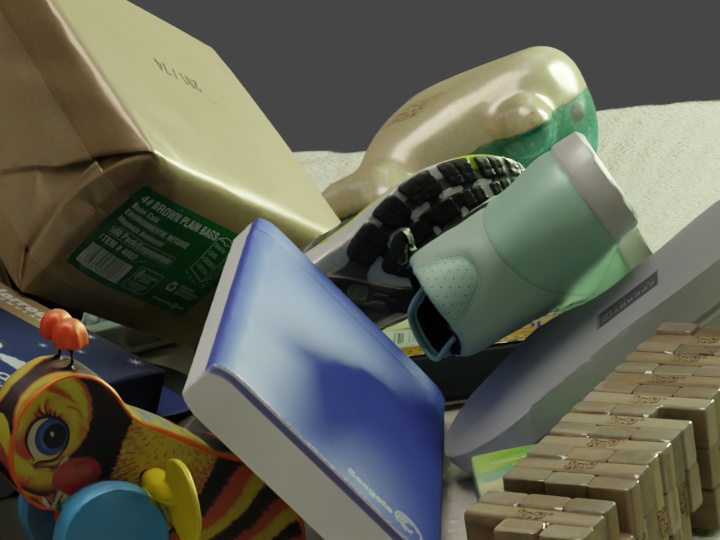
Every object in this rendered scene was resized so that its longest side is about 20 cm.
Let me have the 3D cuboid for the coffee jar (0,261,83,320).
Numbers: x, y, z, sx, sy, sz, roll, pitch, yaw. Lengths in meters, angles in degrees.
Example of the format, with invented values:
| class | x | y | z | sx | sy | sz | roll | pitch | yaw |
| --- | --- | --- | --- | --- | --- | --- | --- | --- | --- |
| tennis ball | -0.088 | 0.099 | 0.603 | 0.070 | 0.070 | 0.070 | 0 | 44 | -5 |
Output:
| class | x | y | z | sx | sy | sz | roll | pitch | yaw |
| --- | --- | --- | --- | --- | --- | --- | --- | --- | --- |
| coffee jar | -0.256 | 0.018 | 1.242 | 0.200 | 0.105 | 0.085 | -21 | -7 | -12 |

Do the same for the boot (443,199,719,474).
| class | x | y | z | sx | sy | sz | roll | pitch | yaw |
| --- | --- | --- | --- | --- | --- | --- | --- | --- | --- |
| boot | 0.136 | 0.054 | 1.020 | 0.200 | 0.096 | 0.074 | -37 | 20 | 30 |

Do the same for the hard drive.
| class | x | y | z | sx | sy | sz | roll | pitch | yaw |
| --- | --- | --- | --- | --- | --- | --- | --- | --- | --- |
| hard drive | -0.015 | 0.057 | 1.012 | 0.025 | 0.132 | 0.200 | -42 | 12 | 15 |

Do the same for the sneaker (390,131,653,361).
| class | x | y | z | sx | sy | sz | roll | pitch | yaw |
| --- | --- | --- | --- | --- | --- | --- | --- | --- | --- |
| sneaker | 0.076 | -0.004 | 1.089 | 0.118 | 0.074 | 0.200 | -34 | -14 | 5 |

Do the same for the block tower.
| class | x | y | z | sx | sy | sz | roll | pitch | yaw |
| --- | --- | --- | --- | --- | --- | --- | --- | --- | --- |
| block tower | 0.107 | 0.079 | 0.870 | 0.054 | 0.058 | 0.200 | 3 | 21 | 31 |

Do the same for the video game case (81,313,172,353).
| class | x | y | z | sx | sy | sz | roll | pitch | yaw |
| --- | --- | --- | --- | --- | --- | --- | --- | --- | --- |
| video game case | -0.121 | 0.003 | 1.387 | 0.181 | 0.023 | 0.200 | -14 | 18 | -14 |

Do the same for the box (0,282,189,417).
| class | x | y | z | sx | sy | sz | roll | pitch | yaw |
| --- | --- | --- | --- | --- | --- | --- | --- | --- | --- |
| box | -0.178 | 0.046 | 1.035 | 0.121 | 0.032 | 0.200 | 26 | 21 | 30 |

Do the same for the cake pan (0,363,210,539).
| class | x | y | z | sx | sy | sz | roll | pitch | yaw |
| --- | --- | --- | --- | --- | --- | --- | --- | --- | --- |
| cake pan | -0.159 | 0.093 | 1.109 | 0.200 | 0.037 | 0.200 | -9 | 18 | 3 |

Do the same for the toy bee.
| class | x | y | z | sx | sy | sz | roll | pitch | yaw |
| --- | --- | --- | --- | --- | --- | --- | --- | --- | --- |
| toy bee | -0.105 | 0.076 | 0.915 | 0.131 | 0.109 | 0.200 | 20 | 9 | 41 |

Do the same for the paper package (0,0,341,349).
| class | x | y | z | sx | sy | sz | roll | pitch | yaw |
| --- | --- | --- | --- | --- | --- | --- | --- | --- | --- |
| paper package | -0.124 | -0.060 | 1.206 | 0.200 | 0.103 | 0.191 | 26 | 23 | -55 |

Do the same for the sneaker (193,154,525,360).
| class | x | y | z | sx | sy | sz | roll | pitch | yaw |
| --- | --- | --- | --- | --- | --- | --- | --- | --- | --- |
| sneaker | 0.000 | 0.000 | 1.154 | 0.200 | 0.074 | 0.081 | -28 | 12 | -8 |

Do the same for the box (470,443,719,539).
| class | x | y | z | sx | sy | sz | roll | pitch | yaw |
| --- | --- | --- | --- | --- | --- | --- | --- | --- | --- |
| box | 0.125 | 0.113 | 0.901 | 0.144 | 0.036 | 0.200 | -10 | 17 | -1 |

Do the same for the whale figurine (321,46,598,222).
| class | x | y | z | sx | sy | sz | roll | pitch | yaw |
| --- | --- | --- | --- | --- | --- | --- | --- | --- | --- |
| whale figurine | 0.061 | -0.055 | 1.349 | 0.159 | 0.104 | 0.200 | -16 | 15 | 47 |

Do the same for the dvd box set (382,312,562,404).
| class | x | y | z | sx | sy | sz | roll | pitch | yaw |
| --- | --- | --- | --- | --- | --- | --- | --- | --- | --- |
| dvd box set | 0.080 | 0.018 | 1.221 | 0.146 | 0.029 | 0.200 | -9 | 17 | 4 |
